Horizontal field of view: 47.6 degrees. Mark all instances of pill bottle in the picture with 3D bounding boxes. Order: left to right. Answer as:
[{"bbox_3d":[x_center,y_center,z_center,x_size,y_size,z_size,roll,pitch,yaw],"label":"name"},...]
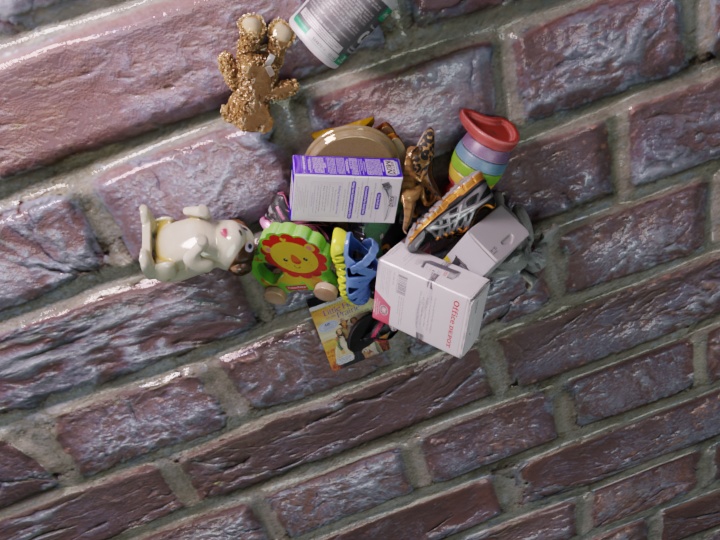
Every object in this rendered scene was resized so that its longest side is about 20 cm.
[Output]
[{"bbox_3d":[-0.012,-0.440,1.337,0.200,0.113,0.113,-43,126,16],"label":"pill bottle"}]

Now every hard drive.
[{"bbox_3d":[0.050,-0.056,1.645,0.140,0.038,0.201,-42,137,-31],"label":"hard drive"}]

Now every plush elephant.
[{"bbox_3d":[0.330,-0.047,1.712,0.155,0.200,0.165,17,105,-54],"label":"plush elephant"}]

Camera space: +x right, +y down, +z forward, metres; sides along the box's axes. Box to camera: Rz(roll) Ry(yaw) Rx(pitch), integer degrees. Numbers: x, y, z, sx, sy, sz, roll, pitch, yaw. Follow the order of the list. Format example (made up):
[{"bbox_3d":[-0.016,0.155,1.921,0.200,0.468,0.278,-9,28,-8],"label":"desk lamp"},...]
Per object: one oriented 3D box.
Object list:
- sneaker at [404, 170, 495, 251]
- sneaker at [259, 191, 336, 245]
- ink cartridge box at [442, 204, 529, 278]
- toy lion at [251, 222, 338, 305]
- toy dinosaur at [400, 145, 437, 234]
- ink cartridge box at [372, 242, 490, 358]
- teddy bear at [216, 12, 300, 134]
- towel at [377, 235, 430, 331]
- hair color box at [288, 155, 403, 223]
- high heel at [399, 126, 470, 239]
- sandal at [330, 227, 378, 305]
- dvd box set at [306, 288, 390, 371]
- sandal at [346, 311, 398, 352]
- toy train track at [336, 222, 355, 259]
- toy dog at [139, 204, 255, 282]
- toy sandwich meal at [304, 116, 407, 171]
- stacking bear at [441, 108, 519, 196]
[{"bbox_3d":[0.166,-0.097,1.520,0.200,0.078,0.077,-40,100,5],"label":"sneaker"},{"bbox_3d":[-0.090,-0.095,1.588,0.199,0.079,0.096,18,103,-17],"label":"sneaker"},{"bbox_3d":[0.217,-0.016,1.593,0.147,0.086,0.200,-36,168,-45],"label":"ink cartridge box"},{"bbox_3d":[-0.135,-0.018,1.574,0.199,0.069,0.192,-6,139,32],"label":"toy lion"},{"bbox_3d":[0.091,-0.131,1.506,0.060,0.201,0.106,-11,152,30],"label":"toy dinosaur"},{"bbox_3d":[0.131,0.054,1.541,0.085,0.199,0.146,-39,145,-43],"label":"ink cartridge box"},{"bbox_3d":[-0.177,-0.339,1.400,0.144,0.067,0.201,-13,122,-19],"label":"teddy bear"},{"bbox_3d":[0.095,0.013,1.688,0.146,0.030,0.201,-43,141,-29],"label":"towel"},{"bbox_3d":[-0.029,-0.149,1.503,0.199,0.065,0.110,2,133,-9],"label":"hair color box"},{"bbox_3d":[0.162,-0.165,1.573,0.142,0.071,0.201,17,109,17],"label":"high heel"},{"bbox_3d":[0.000,0.000,1.563,0.086,0.080,0.200,2,145,12],"label":"sandal"},{"bbox_3d":[-0.023,0.122,1.797,0.146,0.029,0.201,-21,128,-5],"label":"dvd box set"},{"bbox_3d":[0.058,0.117,1.776,0.199,0.045,0.075,-28,130,-18],"label":"sandal"},{"bbox_3d":[-0.032,-0.042,1.676,0.114,0.033,0.201,-4,121,1],"label":"toy train track"},{"bbox_3d":[-0.295,-0.036,1.521,0.199,0.140,0.194,-7,142,-1],"label":"toy dog"},{"bbox_3d":[-0.012,-0.210,1.541,0.204,0.071,0.206,-4,135,-4],"label":"toy sandwich meal"},{"bbox_3d":[0.219,-0.194,1.598,0.121,0.114,0.201,9,127,-23],"label":"stacking bear"}]
